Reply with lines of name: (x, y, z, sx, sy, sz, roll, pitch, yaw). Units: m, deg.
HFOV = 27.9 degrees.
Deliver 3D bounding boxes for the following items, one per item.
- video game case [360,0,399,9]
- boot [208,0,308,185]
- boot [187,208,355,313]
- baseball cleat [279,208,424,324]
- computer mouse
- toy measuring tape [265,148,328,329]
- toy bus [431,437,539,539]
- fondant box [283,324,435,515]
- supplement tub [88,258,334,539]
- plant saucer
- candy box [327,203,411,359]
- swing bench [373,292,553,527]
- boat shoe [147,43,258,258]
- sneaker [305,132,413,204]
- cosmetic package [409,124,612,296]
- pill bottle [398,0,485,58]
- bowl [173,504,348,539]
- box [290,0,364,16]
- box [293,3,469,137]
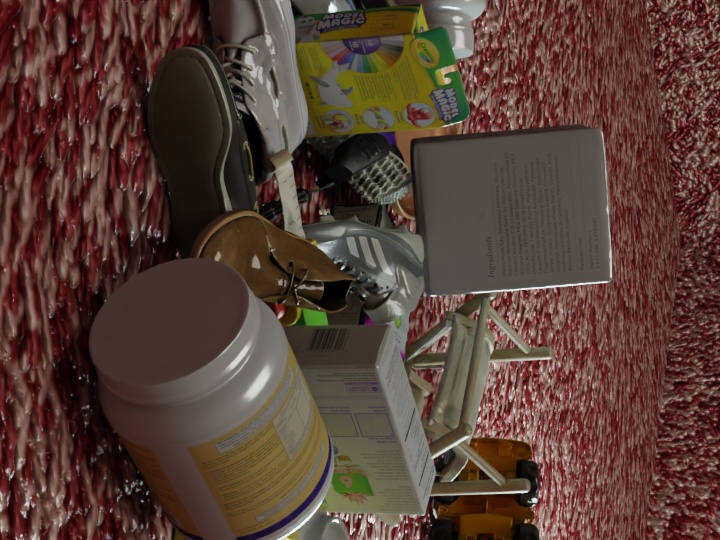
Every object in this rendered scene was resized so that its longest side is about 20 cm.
video game case: (0.006, -0.295, 1.464, 0.200, 0.025, 0.181, 64, 9, 23)
boot: (-0.097, -0.172, 1.249, 0.096, 0.073, 0.200, -65, 145, -49)
boot: (-0.068, -0.001, 1.173, 0.200, 0.075, 0.074, 6, 109, -63)
baseball cleat: (0.000, 0.000, 1.413, 0.200, 0.070, 0.107, 2, 76, -46)
computer mouse: (-0.042, -0.089, 1.378, 0.200, 0.059, 0.034, -34, 95, -44)
toy measuring tape: (-0.074, -0.019, 1.308, 0.074, 0.073, 0.200, -59, 144, -55)
toy bus: (0.166, 0.334, 1.897, 0.192, 0.135, 0.200, 71, 21, -71)
fondant box: (-0.023, 0.140, 1.338, 0.058, 0.144, 0.200, -70, 152, -47)
supplement tub: (-0.111, 0.103, 1.096, 0.200, 0.145, 0.146, 70, 27, -43)
plant saucer: (0.066, -0.161, 1.700, 0.200, 0.037, 0.201, -42, 138, -53)
candy box: (0.003, 0.047, 1.534, 0.136, 0.061, 0.200, 57, 38, -54)
swing bench: (0.087, 0.153, 1.604, 0.130, 0.200, 0.199, 44, 42, -31)
boat shoe: (-0.124, -0.096, 1.178, 0.061, 0.072, 0.202, -56, 149, -53)
sneaker: (-0.020, -0.160, 1.481, 0.200, 0.069, 0.100, 53, 16, -41)
cosmetic package: (0.159, -0.068, 1.570, 0.165, 0.200, 0.165, -87, 172, -84)
pill bottle: (0.094, -0.357, 1.722, 0.111, 0.111, 0.200, 4, 86, -70)
bowl: (-0.072, 0.251, 1.255, 0.200, 0.107, 0.201, 0, 90, -69)
box: (-0.048, -0.281, 1.361, 0.122, 0.048, 0.200, 67, 11, 24)
box: (-0.004, -0.180, 1.318, 0.117, 0.200, 0.048, 69, 29, -45)
